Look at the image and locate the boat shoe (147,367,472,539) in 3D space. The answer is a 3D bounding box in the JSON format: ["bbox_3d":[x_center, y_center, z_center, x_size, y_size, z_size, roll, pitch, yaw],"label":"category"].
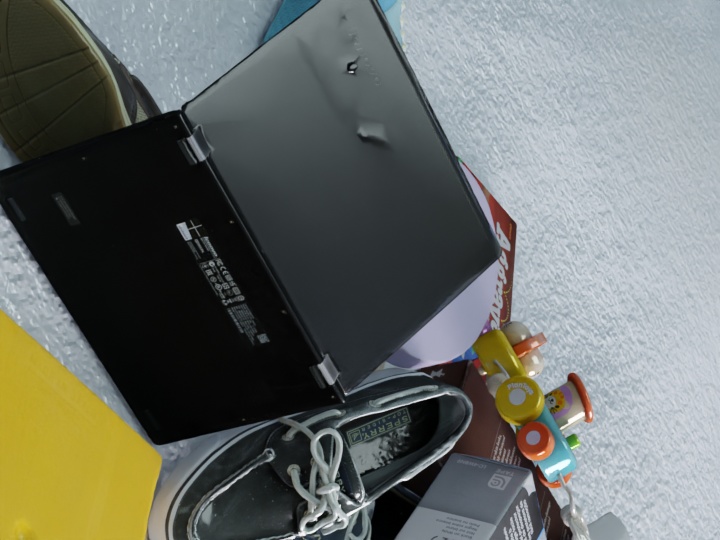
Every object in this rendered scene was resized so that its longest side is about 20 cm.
[{"bbox_3d":[-0.024,0.115,1.024,0.199,0.068,0.074,-20,102,-27],"label":"boat shoe"}]

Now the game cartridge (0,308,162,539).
[{"bbox_3d":[-0.176,0.132,0.882,0.176,0.032,0.201,50,36,-39],"label":"game cartridge"}]

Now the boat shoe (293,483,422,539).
[{"bbox_3d":[-0.012,0.149,1.123,0.200,0.062,0.075,36,49,-49],"label":"boat shoe"}]

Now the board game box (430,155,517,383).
[{"bbox_3d":[0.086,0.021,1.396,0.103,0.019,0.201,46,41,-44],"label":"board game box"}]

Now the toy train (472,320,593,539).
[{"bbox_3d":[0.129,0.100,1.204,0.151,0.055,0.200,58,3,-20],"label":"toy train"}]

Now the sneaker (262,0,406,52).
[{"bbox_3d":[0.009,-0.164,1.284,0.131,0.079,0.200,55,45,-29],"label":"sneaker"}]

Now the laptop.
[{"bbox_3d":[-0.058,-0.028,0.982,0.188,0.199,0.116,61,29,-24],"label":"laptop"}]

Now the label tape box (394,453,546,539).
[{"bbox_3d":[0.051,0.235,1.122,0.200,0.066,0.144,-52,140,-41],"label":"label tape box"}]

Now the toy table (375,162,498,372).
[{"bbox_3d":[0.000,0.000,1.154,0.200,0.117,0.185,-16,92,-62],"label":"toy table"}]

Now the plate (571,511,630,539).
[{"bbox_3d":[0.176,0.286,1.330,0.200,0.032,0.201,10,84,-74],"label":"plate"}]

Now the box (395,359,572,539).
[{"bbox_3d":[0.081,0.171,1.268,0.200,0.075,0.100,60,33,-30],"label":"box"}]

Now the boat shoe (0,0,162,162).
[{"bbox_3d":[-0.145,-0.078,0.991,0.201,0.071,0.066,58,18,-24],"label":"boat shoe"}]
